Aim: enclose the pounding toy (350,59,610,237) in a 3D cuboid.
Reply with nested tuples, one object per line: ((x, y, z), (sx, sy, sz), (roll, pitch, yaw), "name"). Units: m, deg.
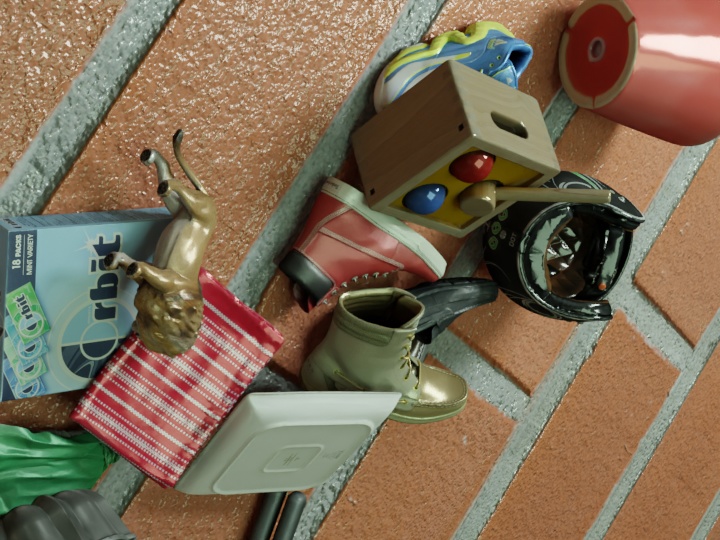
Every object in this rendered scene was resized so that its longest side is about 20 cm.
((0.133, -0.115, 1.412), (0.200, 0.142, 0.184), (15, 141, -43), "pounding toy")

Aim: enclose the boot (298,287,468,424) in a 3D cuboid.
((0.047, 0.093, 1.413), (0.200, 0.072, 0.155), (11, 135, -15), "boot")

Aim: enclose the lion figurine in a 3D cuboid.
((-0.176, -0.022, 1.229), (0.122, 0.072, 0.200), (35, 73, -47), "lion figurine")

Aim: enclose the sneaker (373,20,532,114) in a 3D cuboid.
((0.111, -0.223, 1.433), (0.200, 0.105, 0.076), (-36, 127, -26), "sneaker")

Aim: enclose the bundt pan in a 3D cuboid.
((-0.321, 0.278, 1.233), (0.202, 0.076, 0.202), (-30, 165, -9), "bundt pan")

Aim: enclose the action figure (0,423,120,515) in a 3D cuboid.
((-0.320, 0.194, 1.265), (0.200, 0.055, 0.118), (0, 106, -48), "action figure")

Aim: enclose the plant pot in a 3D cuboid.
((0.357, -0.262, 1.589), (0.177, 0.200, 0.201), (3, 106, -31), "plant pot")

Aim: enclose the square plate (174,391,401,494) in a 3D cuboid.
((-0.078, 0.196, 1.406), (0.198, 0.028, 0.200), (4, 142, -34), "square plate")

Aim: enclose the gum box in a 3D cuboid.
((-0.264, 0.029, 1.251), (0.200, 0.045, 0.170), (-6, 111, -39), "gum box")

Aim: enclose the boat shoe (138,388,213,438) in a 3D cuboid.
((-0.171, 0.134, 1.362), (0.200, 0.064, 0.071), (-34, 126, -26), "boat shoe")

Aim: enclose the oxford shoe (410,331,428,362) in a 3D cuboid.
((0.005, 0.121, 1.508), (0.200, 0.073, 0.085), (-44, 123, -22), "oxford shoe")

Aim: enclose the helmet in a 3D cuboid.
((0.249, -0.032, 1.576), (0.199, 0.191, 0.201), (-1, 102, -4), "helmet")

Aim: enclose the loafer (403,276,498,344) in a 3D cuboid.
((0.076, 0.051, 1.510), (0.200, 0.068, 0.071), (-13, 98, -27), "loafer")

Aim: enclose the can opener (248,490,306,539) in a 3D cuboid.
((-0.115, 0.348, 1.519), (0.066, 0.053, 0.200), (-18, 127, -75), "can opener")

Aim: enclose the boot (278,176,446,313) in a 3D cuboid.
((0.000, 0.000, 1.457), (0.200, 0.072, 0.144), (31, 88, -37), "boot")

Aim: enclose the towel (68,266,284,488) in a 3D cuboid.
((-0.181, 0.107, 1.295), (0.145, 0.022, 0.200), (45, 77, -31), "towel")
